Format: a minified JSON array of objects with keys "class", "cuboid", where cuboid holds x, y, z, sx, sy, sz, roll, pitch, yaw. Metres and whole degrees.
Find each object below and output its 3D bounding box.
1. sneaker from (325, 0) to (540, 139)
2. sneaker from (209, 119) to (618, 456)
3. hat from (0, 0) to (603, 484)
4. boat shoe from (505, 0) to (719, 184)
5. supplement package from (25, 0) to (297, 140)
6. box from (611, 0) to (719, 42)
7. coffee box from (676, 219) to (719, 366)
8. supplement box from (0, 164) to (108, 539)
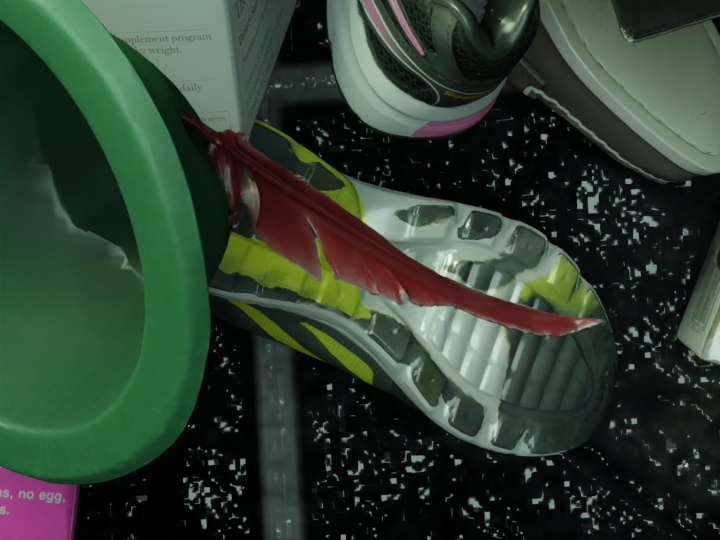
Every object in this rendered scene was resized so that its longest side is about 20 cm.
[{"class":"sneaker","cuboid":[0.029,-0.145,0.706,0.080,0.086,0.200,-9,87,-19]},{"class":"sneaker","cuboid":[0.000,0.000,0.799,0.200,0.085,0.075,30,82,-19]},{"class":"hat","cuboid":[-0.057,-0.041,0.703,0.165,0.176,0.200,5,118,38]},{"class":"boat shoe","cuboid":[0.050,-0.102,0.794,0.200,0.072,0.060,44,137,-9]},{"class":"supplement package","cuboid":[-0.088,-0.151,0.712,0.109,0.114,0.200,1,126,9]},{"class":"box","cuboid":[0.084,-0.195,0.677,0.086,0.164,0.200,-16,118,10]},{"class":"coffee box","cuboid":[0.193,-0.048,0.751,0.114,0.080,0.200,21,94,1]},{"class":"supplement box","cuboid":[-0.146,0.055,0.774,0.103,0.101,0.200,6,98,-13]}]
